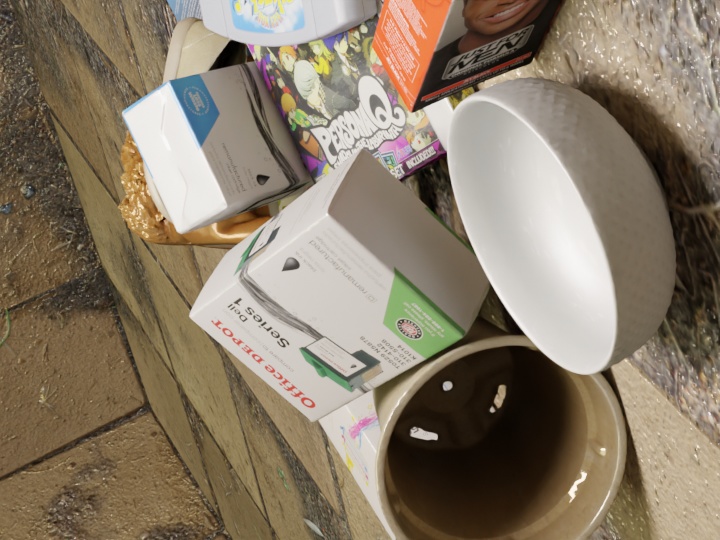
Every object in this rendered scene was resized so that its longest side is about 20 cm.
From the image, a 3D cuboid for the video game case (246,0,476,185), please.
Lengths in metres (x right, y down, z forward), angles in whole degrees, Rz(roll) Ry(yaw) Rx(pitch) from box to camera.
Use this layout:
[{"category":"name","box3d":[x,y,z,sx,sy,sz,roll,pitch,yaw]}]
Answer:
[{"category":"video game case","box3d":[0.000,-0.156,1.199,0.200,0.036,0.182,-27,88,52]}]

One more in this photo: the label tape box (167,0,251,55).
[{"category":"label tape box","box3d":[-0.146,-0.270,1.578,0.201,0.066,0.143,60,164,6]}]

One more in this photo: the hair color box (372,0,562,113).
[{"category":"hair color box","box3d":[0.076,-0.183,0.924,0.061,0.101,0.200,61,164,15]}]

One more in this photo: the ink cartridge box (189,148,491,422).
[{"category":"ink cartridge box","box3d":[-0.018,0.018,1.157,0.146,0.084,0.200,41,136,-14]}]

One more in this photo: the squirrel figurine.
[{"category":"squirrel figurine","box3d":[-0.145,-0.117,1.445,0.142,0.199,0.188,18,-106,-83]}]

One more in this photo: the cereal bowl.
[{"category":"cereal bowl","box3d":[0.141,-0.037,0.962,0.200,0.083,0.200,57,163,29]}]

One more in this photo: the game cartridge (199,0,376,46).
[{"category":"game cartridge","box3d":[-0.069,-0.247,1.179,0.199,0.040,0.134,9,118,48]}]

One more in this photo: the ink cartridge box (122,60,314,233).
[{"category":"ink cartridge box","box3d":[-0.096,-0.116,1.283,0.068,0.200,0.116,-26,89,38]}]

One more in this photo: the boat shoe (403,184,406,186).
[{"category":"boat shoe","box3d":[0.000,0.002,1.245,0.201,0.063,0.074,100,171,-55]}]

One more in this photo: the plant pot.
[{"category":"plant pot","box3d":[0.091,0.121,1.210,0.184,0.199,0.201,-125,15,-70]}]

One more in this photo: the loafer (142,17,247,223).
[{"category":"loafer","box3d":[-0.147,-0.140,1.356,0.076,0.068,0.201,27,-115,-59]}]

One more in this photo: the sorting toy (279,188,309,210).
[{"category":"sorting toy","box3d":[-0.038,-0.061,1.530,0.200,0.106,0.181,54,142,34]}]

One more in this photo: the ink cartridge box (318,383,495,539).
[{"category":"ink cartridge box","box3d":[0.053,0.157,1.452,0.200,0.128,0.126,54,161,31]}]
